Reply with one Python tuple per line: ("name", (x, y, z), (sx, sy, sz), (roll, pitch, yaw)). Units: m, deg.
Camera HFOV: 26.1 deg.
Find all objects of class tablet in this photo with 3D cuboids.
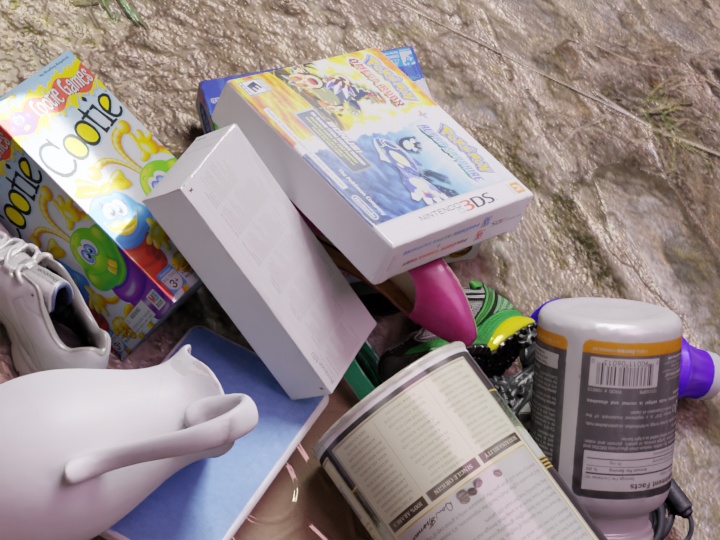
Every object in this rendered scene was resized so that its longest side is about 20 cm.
("tablet", (-0.124, 0.133, 1.169), (0.130, 0.014, 0.200), (26, 50, 14))

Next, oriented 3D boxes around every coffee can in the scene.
("coffee can", (0.078, 0.176, 1.170), (0.146, 0.146, 0.200), (-25, 73, -41))

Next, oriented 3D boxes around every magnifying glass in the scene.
("magnifying glass", (-0.025, 0.036, 1.309), (0.201, 0.022, 0.080), (61, 14, 20))

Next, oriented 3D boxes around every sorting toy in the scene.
("sorting toy", (-0.033, 0.185, 1.223), (0.185, 0.037, 0.200), (-27, 75, -41))

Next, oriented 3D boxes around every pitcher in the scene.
("pitcher", (-0.177, 0.120, 1.056), (0.199, 0.171, 0.122), (-19, 95, -22))

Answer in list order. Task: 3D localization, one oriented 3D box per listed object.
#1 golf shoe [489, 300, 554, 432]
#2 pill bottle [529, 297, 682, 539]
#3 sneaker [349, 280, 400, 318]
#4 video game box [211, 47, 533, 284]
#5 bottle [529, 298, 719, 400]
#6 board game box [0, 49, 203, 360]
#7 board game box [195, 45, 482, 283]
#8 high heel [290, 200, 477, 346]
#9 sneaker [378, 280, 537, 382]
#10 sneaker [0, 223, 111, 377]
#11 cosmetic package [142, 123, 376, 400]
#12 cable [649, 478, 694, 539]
("golf shoe", (0.143, 0.123, 1.315), (0.200, 0.078, 0.095), (-44, 117, -8))
("pill bottle", (0.192, 0.128, 1.240), (0.116, 0.116, 0.202), (-4, 102, -35))
("sneaker", (0.056, -0.015, 1.377), (0.199, 0.075, 0.107), (-6, 62, -25))
("video game box", (0.012, -0.089, 1.232), (0.200, 0.047, 0.182), (45, 37, 21))
("bottle", (0.249, 0.082, 1.448), (0.199, 0.065, 0.084), (13, 54, -26))
("board game box", (-0.205, -0.051, 1.205), (0.200, 0.103, 0.105), (45, 48, -2))
("board game box", (-0.020, -0.086, 1.322), (0.199, 0.041, 0.201), (-12, 65, -16))
("high heel", (0.000, 0.000, 1.216), (0.096, 0.067, 0.200), (-34, 77, -33))
("sneaker", (0.071, 0.062, 1.338), (0.085, 0.078, 0.200), (41, 28, 19))
("sneaker", (-0.251, 0.007, 1.150), (0.200, 0.087, 0.074), (46, 50, 1))
("cosmetic package", (-0.074, -0.004, 1.173), (0.200, 0.050, 0.083), (55, 45, -22))
("cable", (0.201, 0.190, 1.360), (0.199, 0.051, 0.164), (-7, 66, -36))
